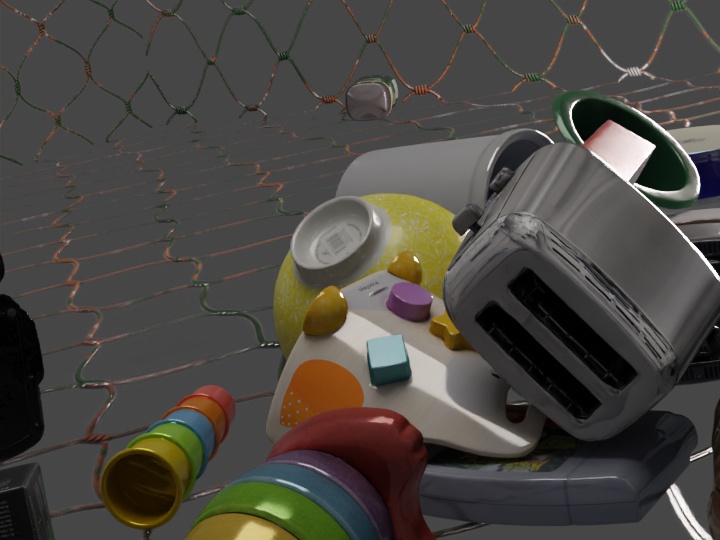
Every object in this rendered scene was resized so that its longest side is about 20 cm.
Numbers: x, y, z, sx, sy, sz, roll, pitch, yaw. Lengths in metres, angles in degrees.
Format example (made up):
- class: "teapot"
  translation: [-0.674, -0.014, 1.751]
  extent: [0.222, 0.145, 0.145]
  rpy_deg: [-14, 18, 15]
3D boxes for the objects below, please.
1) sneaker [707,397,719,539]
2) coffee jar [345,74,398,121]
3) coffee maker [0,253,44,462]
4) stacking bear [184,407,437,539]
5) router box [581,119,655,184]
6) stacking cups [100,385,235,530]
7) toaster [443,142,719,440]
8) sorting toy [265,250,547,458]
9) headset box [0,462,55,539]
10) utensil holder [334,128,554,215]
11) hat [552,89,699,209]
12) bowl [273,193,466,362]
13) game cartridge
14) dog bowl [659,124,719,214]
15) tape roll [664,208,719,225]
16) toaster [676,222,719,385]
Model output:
- class: "sneaker"
  translation: [0.238, 0.108, 0.870]
  extent: [0.070, 0.076, 0.200]
  rpy_deg: [-7, 12, 8]
- class: "coffee jar"
  translation: [0.024, -0.383, 3.216]
  extent: [0.104, 0.086, 0.200]
  rpy_deg: [-4, 12, 8]
- class: "coffee maker"
  translation: [-0.353, 0.058, 1.272]
  extent: [0.134, 0.193, 0.200]
  rpy_deg: [16, 2, -29]
- class: "stacking bear"
  translation: [-0.050, 0.169, 0.754]
  extent: [0.113, 0.122, 0.200]
  rpy_deg: [0, 23, 29]
- class: "router box"
  translation: [0.166, -0.015, 1.220]
  extent: [0.049, 0.200, 0.179]
  rpy_deg: [31, 23, 10]
- class: "stacking cups"
  translation: [-0.139, 0.135, 1.095]
  extent: [0.060, 0.061, 0.200]
  rpy_deg: [-7, 8, 9]
- class: "toaster"
  translation: [0.147, 0.021, 0.943]
  extent: [0.114, 0.200, 0.129]
  rpy_deg: [-46, -1, 38]
- class: "sorting toy"
  translation: [0.067, 0.073, 1.013]
  extent: [0.180, 0.107, 0.200]
  rpy_deg: [20, 27, 28]
- class: "headset box"
  translation: [-0.260, 0.175, 0.814]
  extent: [0.174, 0.093, 0.200]
  rpy_deg: [-12, -1, -12]
- class: "utensil holder"
  translation: [0.096, -0.053, 1.499]
  extent: [0.200, 0.171, 0.170]
  rpy_deg: [-2, 14, 41]
- class: "hat"
  translation: [0.237, -0.064, 1.491]
  extent: [0.199, 0.176, 0.166]
  rpy_deg: [18, 38, -23]
- class: "bowl"
  translation: [0.000, 0.000, 1.235]
  extent: [0.200, 0.108, 0.201]
  rpy_deg: [-20, 43, 19]
- class: "game cartridge"
  translation: [0.110, 0.129, 0.972]
  extent: [0.199, 0.041, 0.133]
  rpy_deg: [-2, 19, 32]
- class: "dog bowl"
  translation: [0.402, -0.122, 1.775]
  extent: [0.199, 0.079, 0.200]
  rpy_deg: [-9, 12, 2]
- class: "tape roll"
  translation: [0.309, -0.003, 1.330]
  extent: [0.202, 0.071, 0.202]
  rpy_deg: [-10, 13, 2]
- class: "toaster"
  translation: [0.266, 0.021, 1.158]
  extent: [0.199, 0.114, 0.129]
  rpy_deg: [-10, 10, 8]
